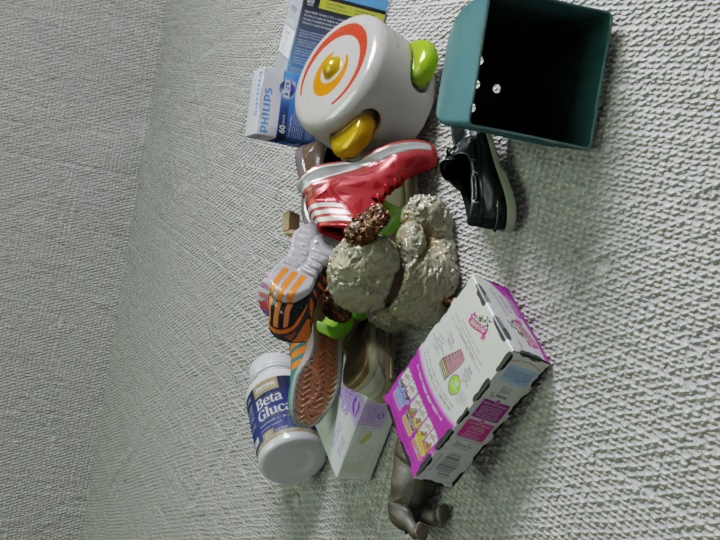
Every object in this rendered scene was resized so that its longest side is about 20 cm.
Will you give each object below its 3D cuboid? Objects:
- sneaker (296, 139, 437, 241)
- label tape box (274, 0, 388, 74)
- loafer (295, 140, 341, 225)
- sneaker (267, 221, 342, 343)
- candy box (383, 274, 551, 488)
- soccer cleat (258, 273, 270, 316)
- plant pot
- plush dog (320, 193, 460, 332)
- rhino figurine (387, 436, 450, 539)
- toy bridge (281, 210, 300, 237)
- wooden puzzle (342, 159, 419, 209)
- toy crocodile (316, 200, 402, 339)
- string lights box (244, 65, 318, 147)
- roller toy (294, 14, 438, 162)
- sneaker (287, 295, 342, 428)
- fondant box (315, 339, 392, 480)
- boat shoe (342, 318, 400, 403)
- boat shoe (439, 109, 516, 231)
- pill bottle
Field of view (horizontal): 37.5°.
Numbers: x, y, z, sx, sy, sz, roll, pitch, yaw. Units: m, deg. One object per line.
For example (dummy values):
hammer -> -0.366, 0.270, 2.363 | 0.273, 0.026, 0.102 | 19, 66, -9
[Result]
sneaker -> 0.023, -0.094, 1.411 | 0.079, 0.197, 0.117 | 87, 163, -65
label tape box -> -0.046, -0.373, 1.680 | 0.066, 0.141, 0.203 | -132, 54, -59
loafer -> -0.044, -0.110, 1.513 | 0.071, 0.073, 0.203 | -32, 58, 27
sneaker -> -0.073, 0.018, 1.400 | 0.200, 0.077, 0.113 | -47, -25, -49
candy box -> 0.116, 0.127, 1.210 | 0.201, 0.060, 0.137 | -56, 33, 25
soccer cleat -> -0.104, 0.033, 1.529 | 0.200, 0.066, 0.078 | -43, 29, 53
plant pot -> 0.161, -0.213, 1.173 | 0.200, 0.139, 0.144 | -163, 82, -75
plush dog -> 0.036, 0.010, 1.336 | 0.203, 0.169, 0.161 | -70, 27, 24
rhino figurine -> 0.072, 0.231, 1.325 | 0.087, 0.059, 0.204 | -16, 67, 61
toy bridge -> -0.038, -0.073, 1.602 | 0.197, 0.027, 0.069 | -11, 67, 35
wooden puzzle -> 0.013, -0.091, 1.532 | 0.198, 0.037, 0.188 | -20, 62, 37
toy crocodile -> 0.000, 0.000, 1.447 | 0.067, 0.061, 0.202 | 36, 103, 37
string lights box -> -0.071, -0.238, 1.624 | 0.059, 0.197, 0.105 | -175, 94, -66
roller toy -> 0.000, -0.250, 1.481 | 0.182, 0.139, 0.202 | 27, 88, 55
sneaker -> -0.069, 0.128, 1.535 | 0.080, 0.070, 0.204 | -19, 56, 63
fondant box -> -0.016, 0.182, 1.544 | 0.201, 0.057, 0.146 | -121, 45, -54
boat shoe -> 0.019, 0.110, 1.467 | 0.072, 0.065, 0.201 | -47, 17, 24
boat shoe -> 0.129, -0.122, 1.280 | 0.075, 0.065, 0.202 | 95, 165, -51
pill bottle -> -0.126, 0.232, 1.712 | 0.202, 0.109, 0.112 | -110, 36, -47
